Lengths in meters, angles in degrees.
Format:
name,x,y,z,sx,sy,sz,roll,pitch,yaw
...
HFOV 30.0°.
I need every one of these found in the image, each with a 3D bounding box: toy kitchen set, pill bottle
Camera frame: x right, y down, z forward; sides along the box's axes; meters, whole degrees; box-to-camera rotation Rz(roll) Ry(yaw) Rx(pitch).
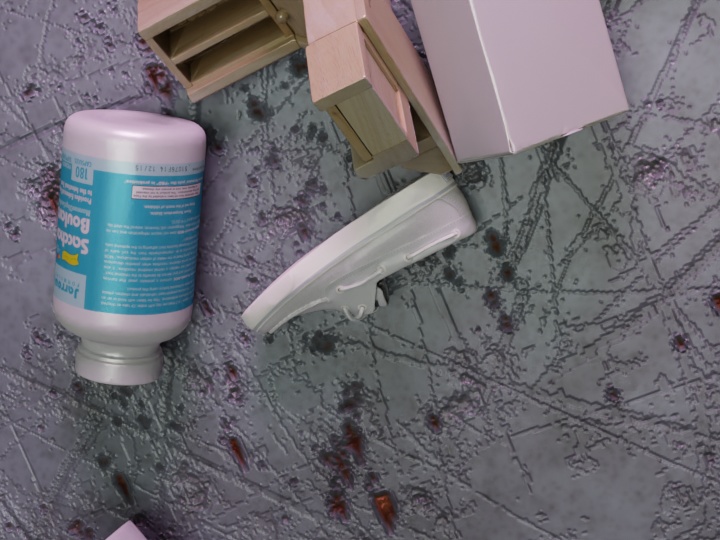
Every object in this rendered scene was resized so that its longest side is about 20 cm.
name,x,y,z,sx,sy,sz,roll,pitch,yaw
toy kitchen set,-0.042,-0.118,0.970,0.179,0.202,0.163,-23,136,17
pill bottle,-0.181,-0.018,1.041,0.109,0.111,0.203,9,102,11

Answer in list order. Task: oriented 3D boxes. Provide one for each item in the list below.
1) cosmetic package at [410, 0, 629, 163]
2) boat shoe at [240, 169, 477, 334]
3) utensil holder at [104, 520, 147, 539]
name,x,y,z,sx,sy,sz,roll,pitch,yaw
cosmetic package,0.100,-0.187,0.933,0.107,0.085,0.203,-19,98,-25
boat shoe,0.000,0.000,1.029,0.199,0.072,0.069,-35,92,8
utensil holder,-0.186,0.330,1.084,0.169,0.170,0.201,-39,88,17
